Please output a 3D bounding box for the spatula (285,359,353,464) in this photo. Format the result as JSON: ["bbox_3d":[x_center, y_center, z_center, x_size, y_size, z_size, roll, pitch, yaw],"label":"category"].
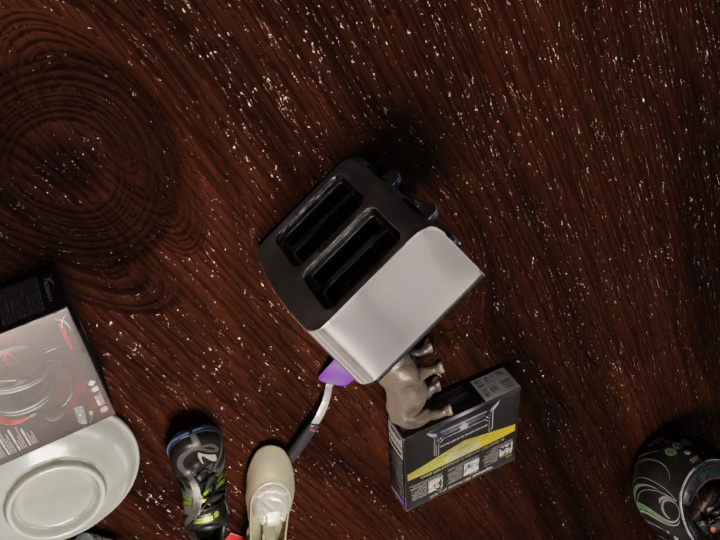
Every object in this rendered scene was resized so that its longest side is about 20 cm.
[{"bbox_3d":[-0.054,0.182,1.048,0.056,0.021,0.202,18,111,-39],"label":"spatula"}]

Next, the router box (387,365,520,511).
[{"bbox_3d":[0.137,0.245,1.187,0.196,0.052,0.160,-19,130,-19],"label":"router box"}]

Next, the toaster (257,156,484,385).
[{"bbox_3d":[0.000,0.000,0.852,0.200,0.181,0.119,-44,130,2],"label":"toaster"}]

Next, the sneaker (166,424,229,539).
[{"bbox_3d":[-0.187,0.267,0.984,0.069,0.083,0.204,-15,127,-21],"label":"sneaker"}]

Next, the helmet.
[{"bbox_3d":[0.590,0.398,1.478,0.194,0.190,0.206,0,91,-12],"label":"helmet"}]

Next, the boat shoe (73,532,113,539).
[{"bbox_3d":[-0.352,0.416,1.000,0.085,0.074,0.205,30,93,-44],"label":"boat shoe"}]

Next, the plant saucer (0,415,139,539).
[{"bbox_3d":[-0.338,0.240,0.896,0.196,0.050,0.204,-17,129,-22],"label":"plant saucer"}]

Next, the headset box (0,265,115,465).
[{"bbox_3d":[-0.356,0.107,0.776,0.196,0.075,0.151,-22,131,-17],"label":"headset box"}]

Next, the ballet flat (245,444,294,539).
[{"bbox_3d":[-0.118,0.327,1.060,0.068,0.069,0.205,-7,115,-27],"label":"ballet flat"}]

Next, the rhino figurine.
[{"bbox_3d":[0.062,0.130,1.057,0.086,0.060,0.203,-23,128,-9],"label":"rhino figurine"}]

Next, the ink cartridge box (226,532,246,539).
[{"bbox_3d":[-0.172,0.479,1.166,0.175,0.045,0.201,30,102,-42],"label":"ink cartridge box"}]
